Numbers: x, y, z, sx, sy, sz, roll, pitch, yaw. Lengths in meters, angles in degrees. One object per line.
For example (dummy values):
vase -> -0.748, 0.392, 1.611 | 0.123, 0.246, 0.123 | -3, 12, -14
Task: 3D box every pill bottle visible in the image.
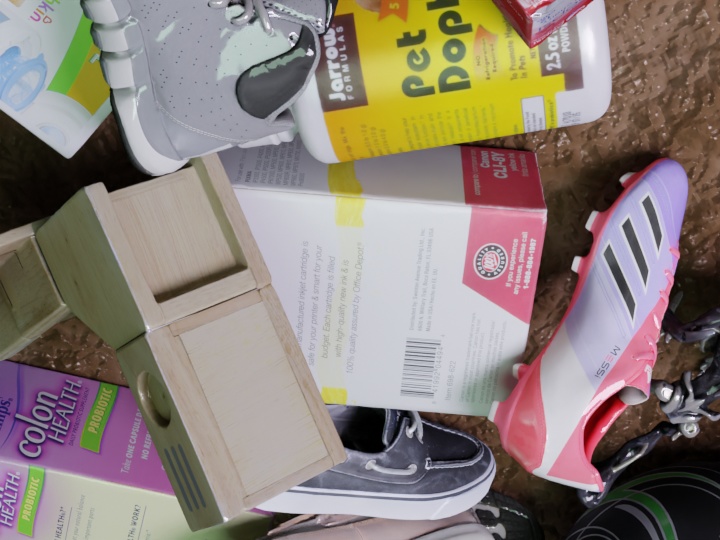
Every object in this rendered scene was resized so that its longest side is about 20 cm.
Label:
pill bottle -> 0.026, -0.118, 0.713 | 0.198, 0.110, 0.110 | -9, 122, 7

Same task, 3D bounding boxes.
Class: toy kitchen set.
toy kitchen set -> -0.153, 0.064, 0.724 | 0.200, 0.163, 0.181 | -28, 86, 55

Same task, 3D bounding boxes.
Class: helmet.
helmet -> 0.218, 0.220, 0.880 | 0.199, 0.191, 0.202 | -5, 109, -15

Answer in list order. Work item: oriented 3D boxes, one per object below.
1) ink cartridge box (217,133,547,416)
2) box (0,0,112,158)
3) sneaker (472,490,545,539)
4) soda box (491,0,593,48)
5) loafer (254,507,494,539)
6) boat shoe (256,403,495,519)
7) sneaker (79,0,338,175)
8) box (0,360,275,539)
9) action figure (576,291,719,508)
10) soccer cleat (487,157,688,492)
ink cartridge box -> 0.000, 0.000, 0.805 | 0.198, 0.084, 0.146 | 5, 122, -2
box -> -0.124, -0.175, 0.685 | 0.112, 0.102, 0.200 | 37, 117, -20
sneaker -> 0.034, 0.208, 0.963 | 0.199, 0.077, 0.089 | -13, 153, 8
soda box -> 0.042, -0.203, 0.624 | 0.063, 0.070, 0.200 | -37, 84, 4
loafer -> -0.010, 0.178, 0.866 | 0.199, 0.063, 0.072 | -2, 132, -29
boat shoe -> 0.010, 0.109, 0.857 | 0.199, 0.072, 0.068 | 7, 120, -30
sneaker -> -0.070, -0.140, 0.610 | 0.115, 0.075, 0.201 | -10, 133, 2
box -> -0.169, 0.176, 0.917 | 0.199, 0.097, 0.177 | 13, 122, -7
action figure -> 0.204, 0.058, 0.828 | 0.199, 0.102, 0.119 | -33, 111, 16
soccer cleat -> 0.149, 0.030, 0.780 | 0.076, 0.201, 0.067 | 26, 169, 28
